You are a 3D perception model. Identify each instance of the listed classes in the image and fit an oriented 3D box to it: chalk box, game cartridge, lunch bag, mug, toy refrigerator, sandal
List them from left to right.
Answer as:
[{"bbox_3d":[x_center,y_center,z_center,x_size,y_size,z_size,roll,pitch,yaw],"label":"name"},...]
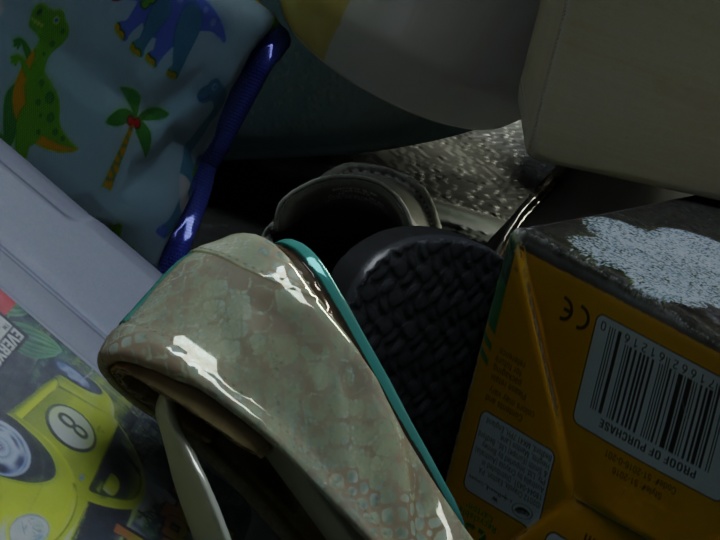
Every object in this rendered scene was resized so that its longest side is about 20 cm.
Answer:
[{"bbox_3d":[-0.151,-0.087,0.868,0.199,0.128,0.170,14,-15,45],"label":"lunch bag"},{"bbox_3d":[-0.088,0.059,0.631,0.133,0.041,0.200,43,38,-8],"label":"game cartridge"},{"bbox_3d":[0.025,0.031,0.772,0.045,0.075,0.200,24,0,26],"label":"sandal"},{"bbox_3d":[0.031,-0.141,0.865,0.186,0.154,0.149,39,24,27],"label":"mug"},{"bbox_3d":[0.133,0.054,0.766,0.125,0.125,0.199,30,26,36],"label":"chalk box"},{"bbox_3d":[0.151,-0.056,0.780,0.199,0.076,0.070,11,21,-4],"label":"toy refrigerator"}]

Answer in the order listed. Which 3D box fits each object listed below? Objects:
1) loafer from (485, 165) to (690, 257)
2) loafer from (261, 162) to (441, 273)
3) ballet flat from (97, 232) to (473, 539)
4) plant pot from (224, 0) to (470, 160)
[{"bbox_3d":[0.087,-0.018,0.971,0.072,0.073,0.200,20,24,12],"label":"loafer"},{"bbox_3d":[0.000,0.000,0.875,0.069,0.070,0.200,6,22,0],"label":"loafer"},{"bbox_3d":[0.007,0.085,0.637,0.062,0.067,0.200,-33,84,-25],"label":"ballet flat"},{"bbox_3d":[0.031,-0.147,1.016,0.199,0.197,0.196,6,17,26],"label":"plant pot"}]
